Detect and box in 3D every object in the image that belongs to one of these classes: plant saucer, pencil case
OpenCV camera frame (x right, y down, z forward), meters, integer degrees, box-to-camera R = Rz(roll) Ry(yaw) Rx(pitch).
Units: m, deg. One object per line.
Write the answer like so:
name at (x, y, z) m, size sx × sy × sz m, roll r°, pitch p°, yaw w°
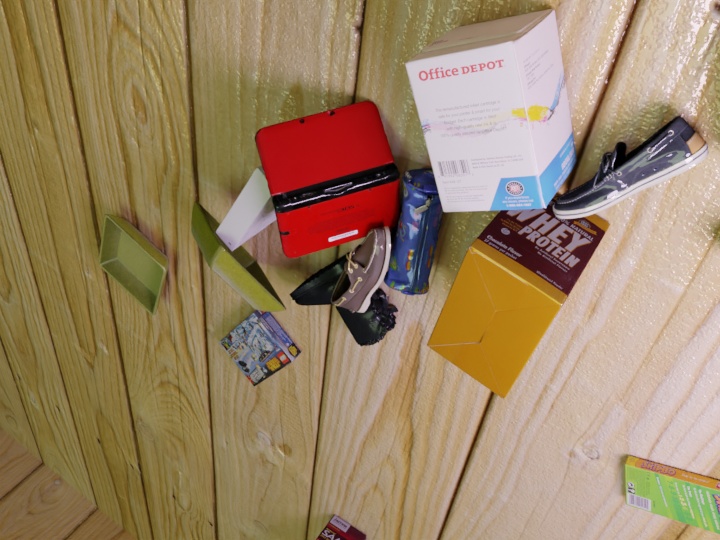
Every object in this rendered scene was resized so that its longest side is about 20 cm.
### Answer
plant saucer at (-0.536, -0.020, 1.631) m, size 0.199 × 0.048 × 0.201 m, roll 41°, pitch 138°, yaw 8°
plant saucer at (-0.243, -0.015, 1.282) m, size 0.200 × 0.048 × 0.200 m, roll 50°, pitch 180°, yaw -40°
pencil case at (0.087, -0.057, 1.051) m, size 0.076 × 0.087 × 0.204 m, roll 8°, pitch 120°, yaw -2°

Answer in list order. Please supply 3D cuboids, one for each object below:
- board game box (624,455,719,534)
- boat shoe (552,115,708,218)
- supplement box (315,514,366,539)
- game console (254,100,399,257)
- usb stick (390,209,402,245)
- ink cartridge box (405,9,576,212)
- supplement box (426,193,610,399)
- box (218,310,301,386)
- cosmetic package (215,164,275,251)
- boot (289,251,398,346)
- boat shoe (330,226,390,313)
board game box at (0.523, 0.362, 1.074) m, size 0.197 × 0.030 × 0.097 m, roll 11°, pitch 128°, yaw 37°
boat shoe at (0.323, -0.125, 0.842) m, size 0.198 × 0.075 × 0.063 m, roll -28°, pitch 100°, yaw 40°
supplement box at (-0.080, 0.735, 1.718) m, size 0.107 × 0.200 × 0.062 m, roll 24°, pitch 133°, yaw 22°
game console at (-0.048, -0.138, 1.054) m, size 0.174 × 0.195 × 0.120 m, roll 85°, pitch 165°, yaw -49°
usb stick at (0.036, -0.103, 1.122) m, size 0.055 × 0.033 × 0.201 m, roll -33°, pitch 97°, yaw 37°
ink cartridge box at (0.171, -0.198, 0.855) m, size 0.145 × 0.145 × 0.204 m, roll 3°, pitch 122°, yaw 37°
supplement box at (0.217, 0.021, 0.940) m, size 0.131 × 0.200 × 0.200 m, roll 32°, pitch 136°, yaw 16°
box at (-0.232, 0.174, 1.543) m, size 0.138 × 0.040 × 0.199 m, roll 52°, pitch 138°, yaw -3°
cosmetic package at (-0.153, -0.133, 1.166) m, size 0.052 × 0.151 × 0.200 m, roll 45°, pitch 137°, yaw -1°
boot at (-0.031, 0.069, 1.278) m, size 0.197 × 0.073 × 0.164 m, roll -28°, pitch 101°, yaw 43°
boat shoe at (0.000, 0.000, 1.112) m, size 0.058 × 0.073 × 0.201 m, roll 7°, pitch 144°, yaw -14°
